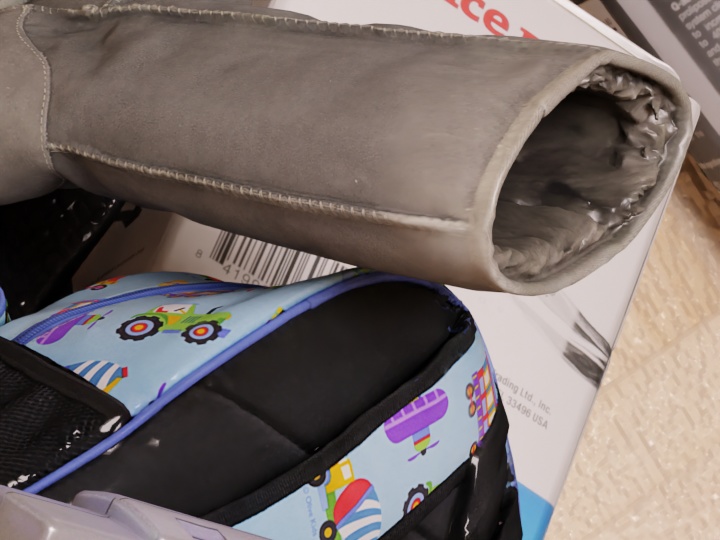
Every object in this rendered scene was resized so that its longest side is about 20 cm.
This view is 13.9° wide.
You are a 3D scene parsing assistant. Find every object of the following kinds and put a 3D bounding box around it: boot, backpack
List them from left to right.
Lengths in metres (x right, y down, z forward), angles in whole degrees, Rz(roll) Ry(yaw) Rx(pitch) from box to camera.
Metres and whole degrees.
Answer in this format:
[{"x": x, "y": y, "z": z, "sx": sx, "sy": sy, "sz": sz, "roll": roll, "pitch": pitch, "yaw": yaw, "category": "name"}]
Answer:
[{"x": -0.057, "y": 0.081, "z": 0.743, "sx": 0.200, "sy": 0.134, "sz": 0.183, "roll": -36, "pitch": 129, "yaw": -31, "category": "backpack"}, {"x": -0.010, "y": -0.050, "z": 0.758, "sx": 0.182, "sy": 0.200, "sz": 0.073, "roll": -45, "pitch": 127, "yaw": -49, "category": "boot"}]

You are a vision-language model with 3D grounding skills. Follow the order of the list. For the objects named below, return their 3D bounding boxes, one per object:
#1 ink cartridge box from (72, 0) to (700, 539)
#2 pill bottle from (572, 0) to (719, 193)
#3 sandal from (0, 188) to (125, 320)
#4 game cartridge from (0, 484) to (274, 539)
[{"x": 0.000, "y": 0.000, "z": 0.901, "sx": 0.146, "sy": 0.084, "sz": 0.200, "roll": 33, "pitch": 59, "yaw": -16, "category": "ink cartridge box"}, {"x": 0.136, "y": -0.102, "z": 0.998, "sx": 0.116, "sy": 0.116, "sz": 0.200, "roll": -41, "pitch": 96, "yaw": -34, "category": "pill bottle"}, {"x": -0.118, "y": 0.010, "z": 0.852, "sx": 0.075, "sy": 0.045, "sz": 0.200, "roll": 19, "pitch": 66, "yaw": 2, "category": "sandal"}, {"x": -0.032, "y": 0.124, "z": 0.664, "sx": 0.200, "sy": 0.038, "sz": 0.130, "roll": 23, "pitch": 85, "yaw": -49, "category": "game cartridge"}]
